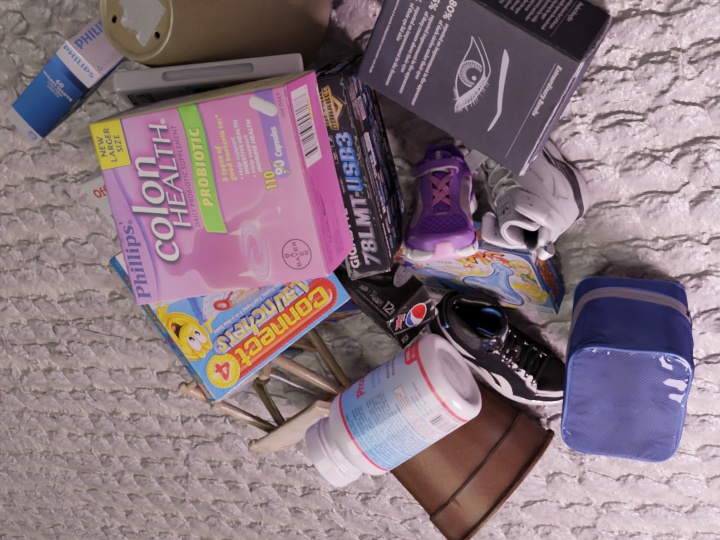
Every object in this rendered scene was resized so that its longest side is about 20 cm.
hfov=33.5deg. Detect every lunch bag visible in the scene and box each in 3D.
[{"bbox_3d":[0.295,0.108,1.327,0.134,0.133,0.202,7,133,9],"label":"lunch bag"}]

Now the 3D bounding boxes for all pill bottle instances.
[{"bbox_3d":[0.035,0.169,1.403,0.199,0.109,0.109,-35,107,19],"label":"pill bottle"}]

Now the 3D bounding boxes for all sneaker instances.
[{"bbox_3d":[0.085,-0.077,1.267,0.079,0.201,0.089,-1,116,6],"label":"sneaker"},{"bbox_3d":[0.174,0.094,1.408,0.198,0.074,0.112,28,163,-2],"label":"sneaker"},{"bbox_3d":[0.148,-0.102,1.238,0.200,0.115,0.075,43,137,-8],"label":"sneaker"}]

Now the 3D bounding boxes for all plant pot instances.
[{"bbox_3d":[0.110,0.215,1.527,0.198,0.200,0.201,42,141,5],"label":"plant pot"},{"bbox_3d":[-0.159,-0.266,1.191,0.185,0.199,0.190,9,108,29],"label":"plant pot"}]

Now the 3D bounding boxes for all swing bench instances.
[{"bbox_3d":[-0.111,0.154,1.666,0.200,0.130,0.199,43,140,-8],"label":"swing bench"}]

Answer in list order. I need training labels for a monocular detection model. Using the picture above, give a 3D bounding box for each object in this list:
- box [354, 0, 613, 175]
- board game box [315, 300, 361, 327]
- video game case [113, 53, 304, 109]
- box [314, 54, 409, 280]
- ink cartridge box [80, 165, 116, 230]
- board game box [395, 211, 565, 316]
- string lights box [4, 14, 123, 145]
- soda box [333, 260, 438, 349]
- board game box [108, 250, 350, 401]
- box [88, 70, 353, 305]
[{"bbox_3d":[0.117,-0.214,1.153,0.199,0.105,0.149,32,134,5],"label":"box"},{"bbox_3d":[-0.099,0.048,1.500,0.134,0.198,0.045,-21,77,52],"label":"board game box"},{"bbox_3d":[-0.143,-0.176,1.222,0.180,0.024,0.200,-6,173,-1],"label":"video game case"},{"bbox_3d":[-0.001,-0.114,1.236,0.049,0.199,0.202,-12,104,10],"label":"box"},{"bbox_3d":[-0.223,-0.067,1.455,0.145,0.084,0.201,-15,119,44],"label":"ink cartridge box"},{"bbox_3d":[0.124,-0.011,1.375,0.198,0.035,0.136,10,153,29],"label":"board game box"},{"bbox_3d":[-0.354,-0.242,1.479,0.059,0.103,0.199,47,140,-12],"label":"string lights box"},{"bbox_3d":[0.000,0.000,1.415,0.200,0.063,0.071,41,170,35],"label":"soda box"},{"bbox_3d":[-0.146,0.010,1.355,0.197,0.199,0.056,55,163,-7],"label":"board game box"},{"bbox_3d":[-0.127,-0.077,1.119,0.198,0.097,0.178,-8,104,17],"label":"box"}]
